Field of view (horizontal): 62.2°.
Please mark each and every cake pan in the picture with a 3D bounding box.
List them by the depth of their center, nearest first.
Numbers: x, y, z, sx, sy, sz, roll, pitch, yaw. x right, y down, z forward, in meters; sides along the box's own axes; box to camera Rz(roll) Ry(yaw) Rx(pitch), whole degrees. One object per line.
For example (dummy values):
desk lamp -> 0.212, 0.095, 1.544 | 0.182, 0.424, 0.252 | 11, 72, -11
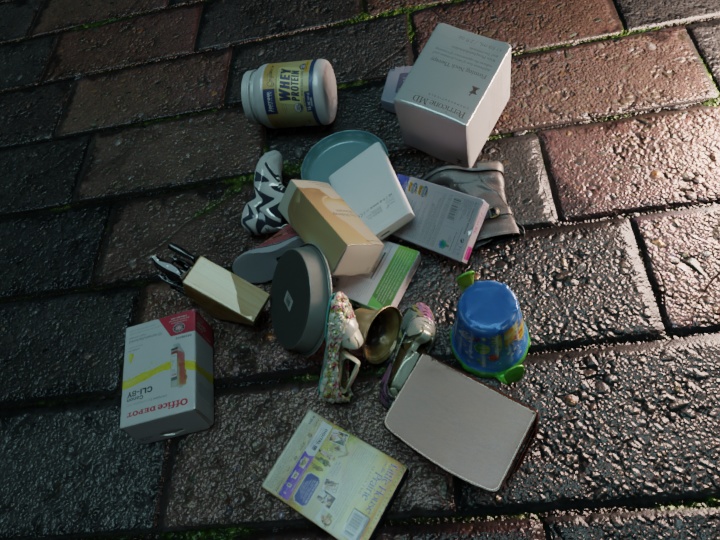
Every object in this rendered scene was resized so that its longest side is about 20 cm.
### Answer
cake pan -> -0.111, 0.051, 1.059 | 0.036, 0.201, 0.202 | 3, 48, -31

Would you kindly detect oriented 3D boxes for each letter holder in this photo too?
letter holder -> 0.151, 0.245, 0.917 | 0.198, 0.101, 0.143 | 25, 68, 27

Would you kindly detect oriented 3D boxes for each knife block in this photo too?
knife block -> -0.288, 0.019, 1.113 | 0.198, 0.176, 0.065 | 5, 56, 42

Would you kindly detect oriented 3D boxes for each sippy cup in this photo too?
sippy cup -> 0.211, 0.088, 0.982 | 0.176, 0.131, 0.140 | 28, 68, 27

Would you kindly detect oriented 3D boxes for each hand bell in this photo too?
hand bell -> -0.031, 0.085, 1.088 | 0.198, 0.105, 0.105 | 20, 63, 39

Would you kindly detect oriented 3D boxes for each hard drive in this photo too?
hard drive -> 0.018, -0.147, 1.184 | 0.131, 0.027, 0.202 | -32, 54, 16

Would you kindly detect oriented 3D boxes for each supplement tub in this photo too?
supplement tub -> -0.163, -0.408, 1.387 | 0.196, 0.145, 0.147 | -1, 57, 14

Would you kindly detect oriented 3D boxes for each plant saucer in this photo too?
plant saucer -> -0.033, -0.225, 1.309 | 0.196, 0.028, 0.203 | -6, 56, 9

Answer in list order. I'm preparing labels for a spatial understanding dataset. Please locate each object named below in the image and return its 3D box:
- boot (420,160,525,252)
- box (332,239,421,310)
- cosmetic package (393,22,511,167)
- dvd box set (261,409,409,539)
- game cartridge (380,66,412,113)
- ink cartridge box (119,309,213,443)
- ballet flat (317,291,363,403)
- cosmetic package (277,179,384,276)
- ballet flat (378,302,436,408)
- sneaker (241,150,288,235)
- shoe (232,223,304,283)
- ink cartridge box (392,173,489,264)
boot -> 0.208, -0.118, 1.158 | 0.196, 0.069, 0.177 | -11, 64, 16
box -> 0.000, 0.000, 1.151 | 0.197, 0.037, 0.146 | 19, 64, 26
cosmetic package -> 0.194, -0.354, 1.224 | 0.165, 0.167, 0.202 | 25, 77, 20
dvd box set -> -0.040, 0.331, 0.949 | 0.198, 0.030, 0.147 | 22, 65, 26
game cartridge -> 0.151, -0.417, 1.381 | 0.196, 0.041, 0.135 | 5, 56, 17
ink cartridge box -> -0.348, 0.191, 1.085 | 0.143, 0.084, 0.203 | -15, 56, 4
ballet flat -> -0.027, 0.133, 0.995 | 0.063, 0.203, 0.076 | 16, 25, 19
cosmetic package -> -0.057, -0.081, 1.110 | 0.200, 0.104, 0.072 | 48, 123, 30
ballet flat -> 0.088, 0.139, 1.013 | 0.068, 0.071, 0.202 | 28, 65, -4
sneaker -> -0.165, -0.164, 1.271 | 0.127, 0.080, 0.202 | 7, 60, 16
shoe -> -0.161, -0.042, 1.202 | 0.197, 0.072, 0.091 | -19, 27, 20
ink cartridge box -> 0.135, -0.103, 1.145 | 0.198, 0.042, 0.121 | 24, 93, 31
